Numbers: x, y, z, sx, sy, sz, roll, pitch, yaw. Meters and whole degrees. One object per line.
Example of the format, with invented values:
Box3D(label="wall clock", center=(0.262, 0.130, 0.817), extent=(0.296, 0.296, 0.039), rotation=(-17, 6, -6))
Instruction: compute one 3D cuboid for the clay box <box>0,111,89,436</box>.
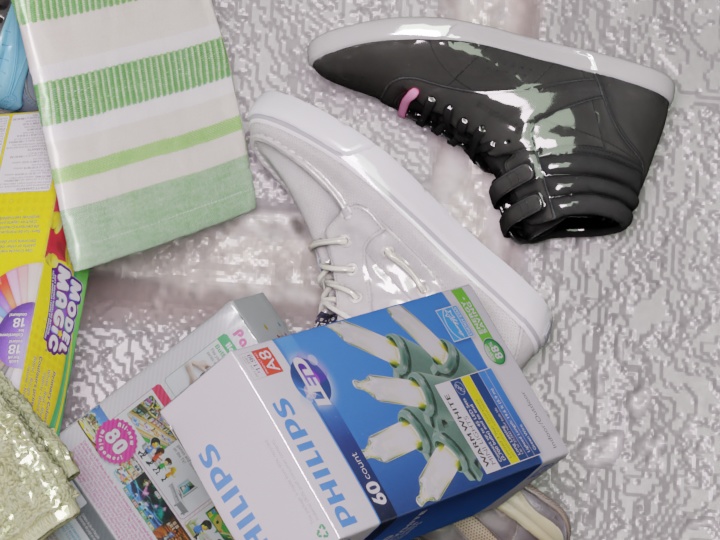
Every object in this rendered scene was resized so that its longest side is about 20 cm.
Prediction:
Box3D(label="clay box", center=(-0.199, 0.020, 1.533), extent=(0.114, 0.048, 0.201), rotation=(-3, 67, 28))

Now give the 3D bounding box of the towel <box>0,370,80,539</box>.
Box3D(label="towel", center=(-0.239, 0.079, 1.456), extent=(0.148, 0.036, 0.200), rotation=(-41, 77, 4))

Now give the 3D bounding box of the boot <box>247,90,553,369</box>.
Box3D(label="boot", center=(0.000, 0.000, 1.577), extent=(0.200, 0.074, 0.096), rotation=(39, 73, 3))

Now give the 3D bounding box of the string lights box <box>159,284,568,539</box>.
Box3D(label="string lights box", center=(0.005, 0.078, 1.444), extent=(0.059, 0.200, 0.103), rotation=(-39, 76, 33))

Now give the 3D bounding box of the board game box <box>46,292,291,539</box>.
Box3D(label="board game box", center=(-0.092, 0.129, 1.520), extent=(0.200, 0.064, 0.148), rotation=(-36, 84, 13))

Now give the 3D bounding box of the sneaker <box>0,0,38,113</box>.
Box3D(label="sneaker", center=(-0.146, -0.167, 1.611), extent=(0.095, 0.079, 0.201), rotation=(27, 73, -25))

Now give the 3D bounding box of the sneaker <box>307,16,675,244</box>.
Box3D(label="sneaker", center=(0.065, -0.071, 1.596), extent=(0.199, 0.071, 0.100), rotation=(10, 74, -6))

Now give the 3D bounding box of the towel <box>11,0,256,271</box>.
Box3D(label="towel", center=(-0.121, -0.113, 1.548), extent=(0.023, 0.152, 0.201), rotation=(-8, 97, 37))

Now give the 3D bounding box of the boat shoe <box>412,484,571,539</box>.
Box3D(label="boat shoe", center=(0.011, 0.111, 1.559), extent=(0.199, 0.075, 0.074), rotation=(29, 79, 3))
